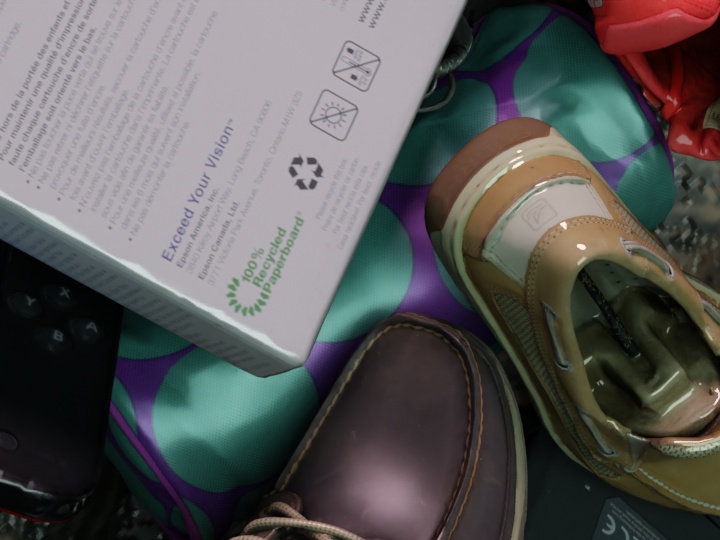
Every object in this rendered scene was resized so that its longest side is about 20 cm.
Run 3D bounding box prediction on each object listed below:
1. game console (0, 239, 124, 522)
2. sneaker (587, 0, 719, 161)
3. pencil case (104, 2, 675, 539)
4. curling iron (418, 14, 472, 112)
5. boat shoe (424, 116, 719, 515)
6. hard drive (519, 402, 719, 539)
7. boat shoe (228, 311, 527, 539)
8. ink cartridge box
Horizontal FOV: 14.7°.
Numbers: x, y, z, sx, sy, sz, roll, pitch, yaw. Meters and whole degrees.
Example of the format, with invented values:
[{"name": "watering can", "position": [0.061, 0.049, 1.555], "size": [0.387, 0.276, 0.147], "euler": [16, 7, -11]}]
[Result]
[{"name": "game console", "position": [-0.139, -0.051, 0.781], "size": [0.200, 0.173, 0.119], "euler": [22, 126, -16]}, {"name": "sneaker", "position": [0.110, -0.073, 0.873], "size": [0.077, 0.200, 0.085], "euler": [-11, 75, 24]}, {"name": "pencil case", "position": [0.000, 0.000, 0.888], "size": [0.200, 0.085, 0.092], "euler": [-36, 69, -10]}, {"name": "curling iron", "position": [-0.030, -0.134, 0.862], "size": [0.050, 0.026, 0.200], "euler": [-26, 81, -37]}, {"name": "boat shoe", "position": [0.089, 0.034, 0.856], "size": [0.072, 0.076, 0.200], "euler": [-47, 138, 3]}, {"name": "hard drive", "position": [0.077, 0.154, 0.896], "size": [0.140, 0.033, 0.200], "euler": [41, 46, -17]}, {"name": "boat shoe", "position": [-0.008, 0.103, 0.795], "size": [0.073, 0.074, 0.200], "euler": [43, 61, -60]}, {"name": "ink cartridge box", "position": [-0.066, -0.101, 0.787], "size": [0.200, 0.041, 0.200], "euler": [31, 69, -17]}]
